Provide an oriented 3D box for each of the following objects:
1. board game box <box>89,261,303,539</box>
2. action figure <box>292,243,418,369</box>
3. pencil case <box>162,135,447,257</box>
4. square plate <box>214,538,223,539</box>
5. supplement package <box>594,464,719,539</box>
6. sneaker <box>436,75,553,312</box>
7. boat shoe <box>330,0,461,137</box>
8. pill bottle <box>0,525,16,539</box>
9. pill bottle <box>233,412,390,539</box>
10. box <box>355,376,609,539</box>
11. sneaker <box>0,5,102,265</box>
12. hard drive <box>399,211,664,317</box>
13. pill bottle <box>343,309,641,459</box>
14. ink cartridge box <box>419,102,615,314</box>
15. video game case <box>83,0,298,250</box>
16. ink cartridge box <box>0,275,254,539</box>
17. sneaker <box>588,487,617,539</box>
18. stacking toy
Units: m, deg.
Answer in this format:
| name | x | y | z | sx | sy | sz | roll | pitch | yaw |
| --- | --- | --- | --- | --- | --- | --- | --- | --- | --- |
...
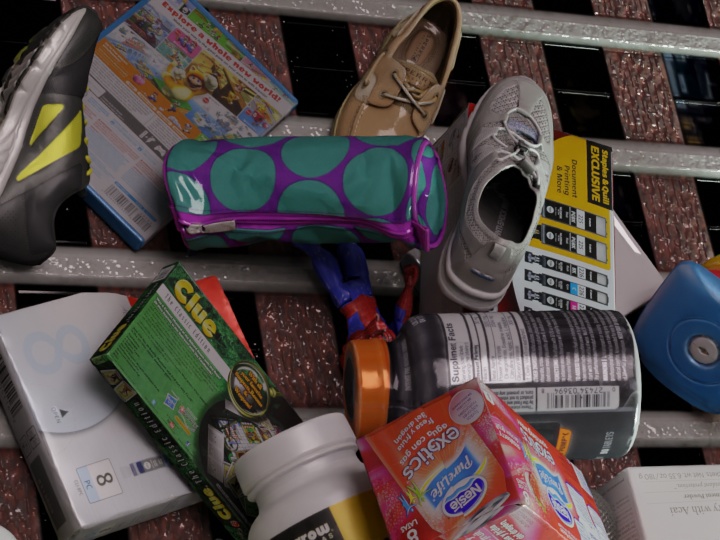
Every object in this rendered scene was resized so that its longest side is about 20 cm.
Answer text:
| name | x | y | z | sx | sy | sz | roll | pitch | yaw |
| --- | --- | --- | --- | --- | --- | --- | --- | --- | --- |
| board game box | -0.097 | 0.102 | 1.484 | 0.200 | 0.023 | 0.105 | 54 | 47 | -18 |
| action figure | 0.000 | 0.000 | 1.595 | 0.065 | 0.099 | 0.201 | -14 | 73 | -31 |
| pencil case | -0.039 | -0.054 | 1.545 | 0.198 | 0.086 | 0.093 | -1 | 40 | 15 |
| square plate | -0.078 | 0.306 | 1.424 | 0.200 | 0.028 | 0.198 | 44 | 53 | 0 |
| supplement package | 0.236 | 0.256 | 1.557 | 0.120 | 0.120 | 0.201 | 1 | 64 | -28 |
| sneaker | 0.113 | -0.066 | 1.559 | 0.074 | 0.082 | 0.201 | 20 | 55 | -12 |
| boat shoe | 0.030 | -0.142 | 1.706 | 0.071 | 0.065 | 0.201 | 28 | 54 | -11 |
| pill bottle | -0.265 | 0.258 | 1.302 | 0.111 | 0.111 | 0.201 | 10 | 59 | -22 |
| pill bottle | -0.007 | 0.203 | 1.429 | 0.112 | 0.112 | 0.201 | -17 | 73 | -33 |
| box | 0.090 | 0.164 | 1.414 | 0.200 | 0.095 | 0.100 | 42 | 23 | -54 |
| sneaker | -0.226 | -0.094 | 1.536 | 0.084 | 0.074 | 0.201 | 30 | 75 | -22 |
| hard drive | 0.140 | 0.004 | 1.706 | 0.199 | 0.026 | 0.132 | -29 | 79 | -36 |
| pill bottle | 0.089 | 0.082 | 1.498 | 0.198 | 0.106 | 0.107 | -1 | 63 | -9 |
| ink cartridge box | 0.140 | -0.005 | 1.642 | 0.174 | 0.084 | 0.201 | 15 | 57 | -20 |
| video game case | -0.157 | -0.122 | 1.628 | 0.143 | 0.018 | 0.200 | 44 | 53 | 1 |
| ink cartridge box | -0.148 | 0.087 | 1.497 | 0.199 | 0.047 | 0.161 | -17 | 73 | -32 |
| sneaker | 0.143 | 0.258 | 1.542 | 0.070 | 0.080 | 0.202 | 9 | 79 | -23 |
| stacking toy | 0.315 | 0.018 | 1.755 | 0.116 | 0.110 | 0.200 | 35 | 41 | 9 |
